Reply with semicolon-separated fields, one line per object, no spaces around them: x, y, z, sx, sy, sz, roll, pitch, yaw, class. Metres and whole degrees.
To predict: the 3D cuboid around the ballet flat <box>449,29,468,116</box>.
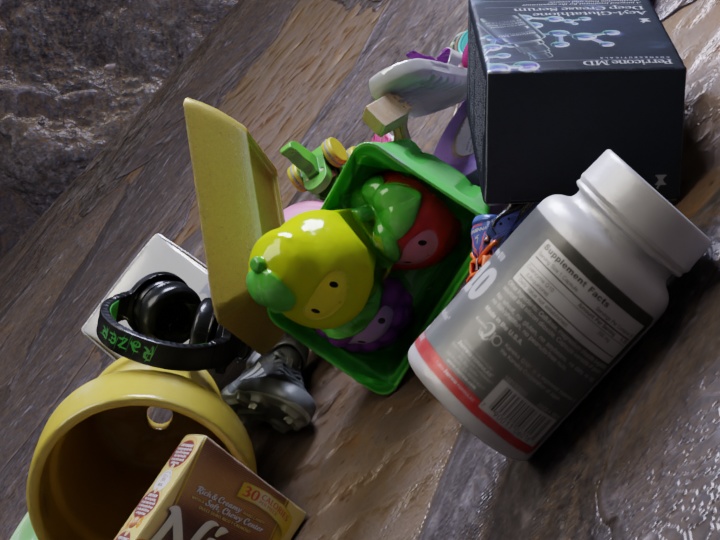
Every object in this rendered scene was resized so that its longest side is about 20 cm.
0.114;-0.186;1.835;0.071;0.069;0.200;-60;13;24;ballet flat

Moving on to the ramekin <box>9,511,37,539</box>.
-0.269;0.271;1.796;0.200;0.098;0.200;-45;17;18;ramekin

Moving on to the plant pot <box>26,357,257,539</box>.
-0.191;0.166;1.639;0.201;0.201;0.189;-46;16;15;plant pot

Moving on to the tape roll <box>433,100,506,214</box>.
0.152;-0.136;1.617;0.200;0.066;0.200;-46;18;19;tape roll

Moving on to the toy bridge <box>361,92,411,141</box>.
0.012;-0.083;1.595;0.067;0.027;0.200;-33;-23;-34;toy bridge

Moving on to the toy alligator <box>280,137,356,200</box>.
-0.014;-0.088;1.852;0.059;0.200;0.054;-33;64;23;toy alligator

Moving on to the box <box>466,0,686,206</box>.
0.161;-0.137;1.400;0.200;0.147;0.108;-93;1;-65;box

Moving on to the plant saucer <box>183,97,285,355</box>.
-0.100;-0.039;1.616;0.048;0.201;0.200;-10;-13;7;plant saucer

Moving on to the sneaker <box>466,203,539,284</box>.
0.110;-0.006;1.424;0.201;0.078;0.075;-58;17;-23;sneaker

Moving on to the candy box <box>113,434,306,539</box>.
-0.149;0.250;1.495;0.200;0.115;0.055;-56;18;-15;candy box

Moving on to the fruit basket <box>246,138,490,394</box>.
0.000;0.000;1.496;0.216;0.155;0.216;-56;-5;-8;fruit basket

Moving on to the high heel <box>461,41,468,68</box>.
0.181;-0.231;1.702;0.199;0.068;0.096;-21;16;17;high heel

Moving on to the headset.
-0.157;0.061;1.656;0.200;0.123;0.094;-17;-55;-55;headset

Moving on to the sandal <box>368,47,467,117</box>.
0.060;-0.176;1.608;0.082;0.050;0.203;-20;-5;14;sandal

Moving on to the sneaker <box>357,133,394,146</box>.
0.044;-0.084;1.724;0.200;0.088;0.082;-154;76;-80;sneaker

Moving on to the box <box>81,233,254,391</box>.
-0.181;0.065;1.836;0.128;0.109;0.200;-52;-16;-8;box

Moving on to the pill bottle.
0.137;0.022;1.234;0.200;0.114;0.114;-48;17;8;pill bottle

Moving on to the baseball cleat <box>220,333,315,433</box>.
-0.080;0.101;1.713;0.107;0.070;0.200;-56;18;-17;baseball cleat

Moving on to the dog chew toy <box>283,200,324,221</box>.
-0.047;-0.014;1.795;0.125;0.124;0.200;-47;9;13;dog chew toy
